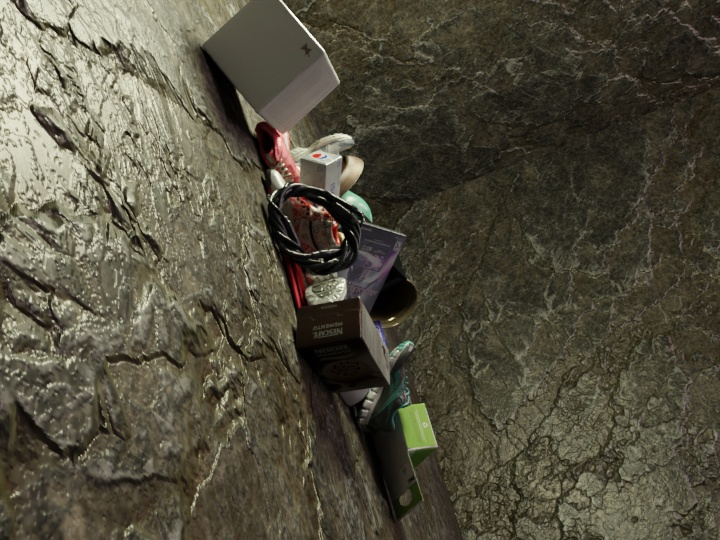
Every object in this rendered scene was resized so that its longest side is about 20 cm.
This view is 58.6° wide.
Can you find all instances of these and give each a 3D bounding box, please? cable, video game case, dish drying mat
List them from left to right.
[{"bbox_3d":[-0.114,0.029,1.191,0.077,0.018,0.200,62,9,-64],"label":"dish drying mat"},{"bbox_3d":[-0.093,-0.081,1.201,0.051,0.200,0.164,-30,-144,62],"label":"cable"},{"bbox_3d":[0.000,0.000,1.331,0.143,0.200,0.019,13,17,-40],"label":"video game case"}]

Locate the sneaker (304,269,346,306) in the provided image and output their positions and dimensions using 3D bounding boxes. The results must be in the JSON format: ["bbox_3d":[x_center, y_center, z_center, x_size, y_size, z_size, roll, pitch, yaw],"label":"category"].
[{"bbox_3d":[-0.058,0.060,1.202,0.200,0.078,0.100,-104,-179,-73],"label":"sneaker"}]

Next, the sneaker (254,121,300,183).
[{"bbox_3d":[-0.175,-0.222,1.351,0.201,0.074,0.087,67,21,-1],"label":"sneaker"}]

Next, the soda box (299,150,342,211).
[{"bbox_3d":[-0.087,-0.142,1.337,0.068,0.063,0.200,-41,143,-53],"label":"soda box"}]

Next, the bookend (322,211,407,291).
[{"bbox_3d":[-0.028,-0.012,1.465,0.200,0.198,0.092,44,25,-54],"label":"bookend"}]

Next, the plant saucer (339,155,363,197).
[{"bbox_3d":[-0.082,-0.200,1.471,0.032,0.200,0.200,50,14,-26],"label":"plant saucer"}]

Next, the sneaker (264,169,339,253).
[{"bbox_3d":[-0.110,-0.121,1.282,0.067,0.108,0.202,-38,108,-78],"label":"sneaker"}]

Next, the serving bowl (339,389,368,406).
[{"bbox_3d":[-0.024,0.175,1.324,0.200,0.066,0.201,-19,90,-85],"label":"serving bowl"}]

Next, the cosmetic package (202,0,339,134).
[{"bbox_3d":[-0.163,-0.394,1.236,0.166,0.167,0.200,50,4,4],"label":"cosmetic package"}]

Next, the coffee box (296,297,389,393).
[{"bbox_3d":[-0.026,0.136,1.117,0.200,0.113,0.080,62,22,-53],"label":"coffee box"}]

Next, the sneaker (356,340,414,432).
[{"bbox_3d":[0.071,0.244,1.332,0.091,0.200,0.078,29,-6,0],"label":"sneaker"}]

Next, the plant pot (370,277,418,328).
[{"bbox_3d":[0.073,0.072,2.218,0.174,0.200,0.200,51,-12,53],"label":"plant pot"}]

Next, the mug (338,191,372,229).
[{"bbox_3d":[-0.040,-0.104,1.532,0.114,0.152,0.185,32,-12,49],"label":"mug"}]

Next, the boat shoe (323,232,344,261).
[{"bbox_3d":[-0.036,0.007,1.368,0.072,0.072,0.200,-130,-141,-51],"label":"boat shoe"}]

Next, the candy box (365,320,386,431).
[{"bbox_3d":[0.037,0.246,1.483,0.169,0.077,0.200,83,-5,-49],"label":"candy box"}]

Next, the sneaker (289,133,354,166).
[{"bbox_3d":[-0.098,-0.244,1.453,0.087,0.200,0.078,65,-16,-1],"label":"sneaker"}]

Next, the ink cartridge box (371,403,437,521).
[{"bbox_3d":[0.105,0.408,1.365,0.148,0.076,0.200,119,-38,-48],"label":"ink cartridge box"}]
